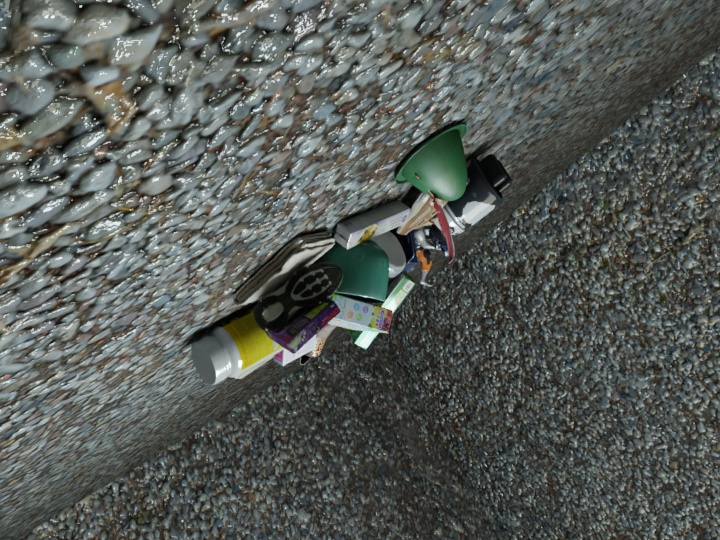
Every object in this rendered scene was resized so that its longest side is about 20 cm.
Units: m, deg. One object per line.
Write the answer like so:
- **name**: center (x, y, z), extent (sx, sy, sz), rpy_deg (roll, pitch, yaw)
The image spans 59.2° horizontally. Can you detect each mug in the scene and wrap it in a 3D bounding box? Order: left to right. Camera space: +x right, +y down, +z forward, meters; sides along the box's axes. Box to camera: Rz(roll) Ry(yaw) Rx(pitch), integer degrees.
- **mug**: center (-0.029, -0.006, 1.301), extent (0.179, 0.119, 0.152), rpy_deg (8, 174, 8)

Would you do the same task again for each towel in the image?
- **towel**: center (-0.141, -0.003, 1.199), extent (0.199, 0.035, 0.132), rpy_deg (-39, 170, 28)

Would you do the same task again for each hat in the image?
- **hat**: center (0.173, -0.139, 1.157), extent (0.164, 0.179, 0.200), rpy_deg (-34, 172, 9)

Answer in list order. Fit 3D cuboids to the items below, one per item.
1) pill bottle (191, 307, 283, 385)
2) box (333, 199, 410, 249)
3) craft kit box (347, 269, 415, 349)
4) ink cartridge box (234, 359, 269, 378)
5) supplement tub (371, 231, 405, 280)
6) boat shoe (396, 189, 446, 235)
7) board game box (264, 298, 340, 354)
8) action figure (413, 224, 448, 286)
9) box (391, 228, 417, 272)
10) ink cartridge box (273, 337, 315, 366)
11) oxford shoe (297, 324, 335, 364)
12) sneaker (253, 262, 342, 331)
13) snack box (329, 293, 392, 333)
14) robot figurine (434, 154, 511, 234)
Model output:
- **pill bottle**: center (-0.256, 0.157, 1.363), extent (0.197, 0.116, 0.114), rpy_deg (-27, 170, -40)
- **box**: center (0.026, -0.095, 1.278), extent (0.198, 0.041, 0.040), rpy_deg (-27, 145, -46)
- **craft kit box**: center (0.028, 0.051, 1.530), extent (0.202, 0.048, 0.198), rpy_deg (-54, -151, 13)
- **ink cartridge box**: center (-0.290, 0.213, 1.670), extent (0.146, 0.077, 0.200), rpy_deg (-33, 173, -6)
- **supplement tub**: center (0.000, 0.000, 1.454), extent (0.199, 0.124, 0.122), rpy_deg (-39, 170, 31)
- **boat shoe**: center (0.134, -0.124, 1.378), extent (0.077, 0.070, 0.200), rpy_deg (-68, -173, -24)
- **board game box**: center (-0.118, 0.097, 1.231), extent (0.119, 0.033, 0.199), rpy_deg (-37, -165, -15)
- **action figure**: center (0.152, -0.061, 1.574), extent (0.101, 0.200, 0.201), rpy_deg (-4, -155, -11)
- **box**: center (0.096, -0.049, 1.569), extent (0.031, 0.125, 0.200), rpy_deg (1, 157, -20)
- **ink cartridge box**: center (-0.149, 0.108, 1.491), extent (0.118, 0.041, 0.206), rpy_deg (-22, 126, -51)
- **oxford shoe**: center (-0.106, 0.174, 1.596), extent (0.069, 0.075, 0.200), rpy_deg (1, 151, -33)
- **sneaker**: center (-0.117, 0.039, 1.228), extent (0.196, 0.078, 0.089), rpy_deg (-29, -174, 16)
- **snack box**: center (-0.036, 0.090, 1.344), extent (0.138, 0.055, 0.199), rpy_deg (15, 171, -22)
- **robot figurine**: center (0.246, -0.170, 1.446), extent (0.198, 0.150, 0.126), rpy_deg (-37, -154, 19)
